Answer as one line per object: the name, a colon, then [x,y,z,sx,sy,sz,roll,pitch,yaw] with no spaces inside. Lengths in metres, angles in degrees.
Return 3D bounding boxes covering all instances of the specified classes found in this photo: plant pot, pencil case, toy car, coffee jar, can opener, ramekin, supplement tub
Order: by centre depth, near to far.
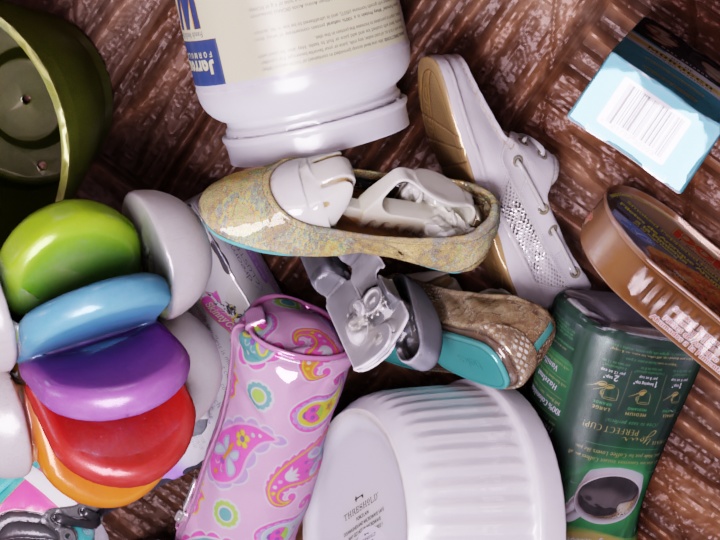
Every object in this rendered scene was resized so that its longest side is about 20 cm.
toy car: [-0.162,0.058,1.308,0.175,0.150,0.200,-16,127,-20]
supplement tub: [-0.048,-0.179,1.388,0.145,0.145,0.201,-10,100,15]
ramekin: [0.041,0.170,1.412,0.105,0.200,0.201,3,108,-27]
can opener: [0.000,0.000,1.416,0.067,0.200,0.053,29,112,-33]
pencil case: [-0.066,0.117,1.421,0.087,0.087,0.200,22,117,7]
plant pot: [-0.258,-0.101,1.431,0.200,0.193,0.201,3,104,12]
coffee jar: [0.153,0.118,1.435,0.104,0.085,0.200,9,108,-27]

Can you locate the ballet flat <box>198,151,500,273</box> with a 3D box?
ballet flat: [-0.001,-0.043,1.343,0.200,0.071,0.071,9,108,-23]

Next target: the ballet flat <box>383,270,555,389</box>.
ballet flat: [0.059,0.034,1.435,0.200,0.065,0.071,19,139,50]

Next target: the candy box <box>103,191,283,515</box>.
candy box: [-0.148,0.059,1.508,0.200,0.072,0.168,-27,96,18]

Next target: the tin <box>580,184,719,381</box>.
tin: [0.228,0.022,1.391,0.200,0.112,0.042,40,118,2]

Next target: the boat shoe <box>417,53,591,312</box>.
boat shoe: [0.099,-0.062,1.425,0.069,0.071,0.200,-26,110,-9]

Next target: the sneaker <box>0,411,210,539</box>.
sneaker: [-0.186,0.160,1.431,0.199,0.084,0.121,-16,87,-6]

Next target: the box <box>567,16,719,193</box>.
box: [0.187,-0.106,1.321,0.082,0.200,0.049,35,108,3]

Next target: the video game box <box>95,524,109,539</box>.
video game box: [-0.293,0.140,1.538,0.182,0.047,0.200,-26,96,42]
